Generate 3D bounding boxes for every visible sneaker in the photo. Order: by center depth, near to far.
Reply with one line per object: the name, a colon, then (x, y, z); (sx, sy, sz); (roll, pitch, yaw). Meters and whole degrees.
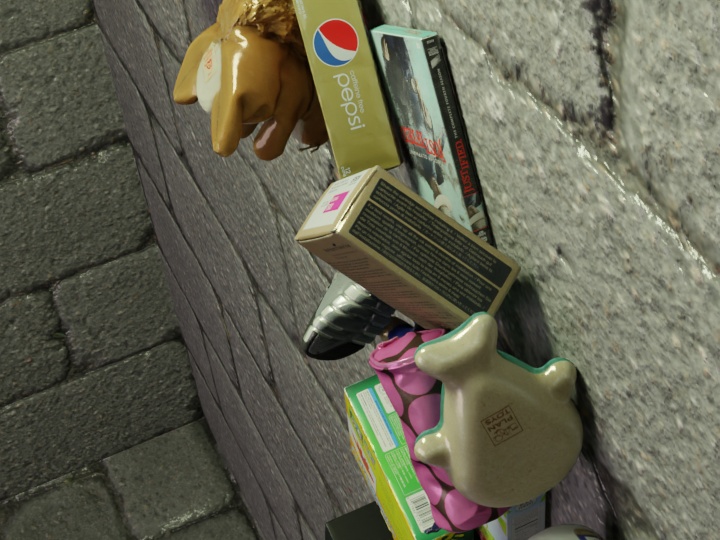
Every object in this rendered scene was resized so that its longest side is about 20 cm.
sneaker: (0.000, 0.000, 1.552); (0.075, 0.200, 0.116); (24, -149, -37)

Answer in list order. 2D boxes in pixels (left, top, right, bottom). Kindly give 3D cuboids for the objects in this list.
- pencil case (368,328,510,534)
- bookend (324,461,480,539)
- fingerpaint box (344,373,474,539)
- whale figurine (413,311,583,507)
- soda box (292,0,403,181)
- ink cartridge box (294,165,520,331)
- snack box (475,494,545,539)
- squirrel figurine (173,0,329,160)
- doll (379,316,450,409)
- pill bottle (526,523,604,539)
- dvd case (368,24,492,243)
pencil case: (0.072, 0.150, 1.357); (0.093, 0.090, 0.202); (24, 137, 62)
bookend: (0.030, 0.288, 1.712); (0.093, 0.198, 0.200); (93, 152, -58)
fingerpaint box: (0.056, 0.235, 1.591); (0.168, 0.072, 0.202); (85, 161, -59)
whale figurine: (0.112, 0.112, 1.249); (0.201, 0.158, 0.104); (57, -174, -33)
soda box: (-0.013, -0.193, 1.409); (0.068, 0.063, 0.203); (-54, -51, -82)
ink cartridge box: (0.039, -0.016, 1.326); (0.164, 0.076, 0.200); (35, 172, -10)
snack box: (0.129, 0.206, 1.515); (0.143, 0.052, 0.201); (85, 160, -45)
squirrel figurine: (-0.073, -0.214, 1.503); (0.141, 0.185, 0.202); (40, 116, 52)
doll: (0.066, 0.085, 1.477); (0.048, 0.138, 0.200); (26, -170, -17)
pill bottle: (0.210, 0.323, 1.229); (0.200, 0.118, 0.121); (-130, 24, -55)
dvd case: (0.065, -0.129, 1.351); (0.146, 0.022, 0.203); (-146, 36, -67)
